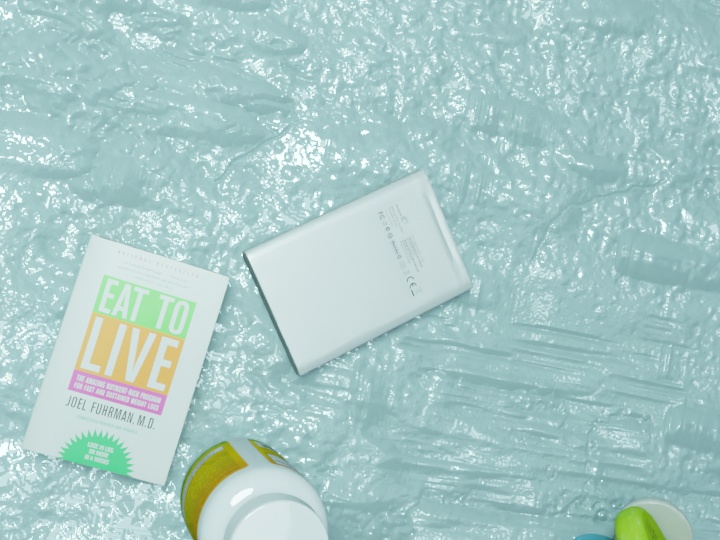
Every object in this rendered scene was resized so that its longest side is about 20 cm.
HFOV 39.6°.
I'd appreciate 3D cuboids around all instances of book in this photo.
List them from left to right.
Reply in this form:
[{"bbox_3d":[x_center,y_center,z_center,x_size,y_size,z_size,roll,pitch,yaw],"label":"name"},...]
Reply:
[{"bbox_3d":[-0.214,0.081,0.916,0.133,0.048,0.201,17,88,-13],"label":"book"}]

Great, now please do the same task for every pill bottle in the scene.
[{"bbox_3d":[-0.092,0.218,0.872,0.111,0.200,0.112,0,91,-17],"label":"pill bottle"}]

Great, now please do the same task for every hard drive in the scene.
[{"bbox_3d":[0.000,0.000,0.986,0.199,0.026,0.132,-26,99,-15],"label":"hard drive"}]

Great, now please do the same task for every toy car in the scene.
[{"bbox_3d":[0.283,0.345,1.031,0.149,0.175,0.201,-20,99,21],"label":"toy car"}]
